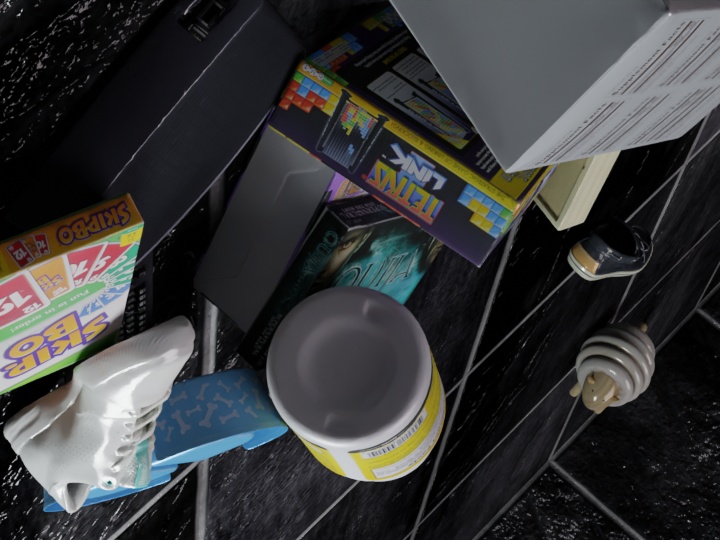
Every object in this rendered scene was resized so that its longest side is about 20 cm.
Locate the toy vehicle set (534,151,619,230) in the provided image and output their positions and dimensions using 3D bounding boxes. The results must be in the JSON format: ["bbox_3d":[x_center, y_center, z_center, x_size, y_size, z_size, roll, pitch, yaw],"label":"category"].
[{"bbox_3d":[0.150,-0.139,1.195,0.026,0.125,0.200,-19,149,-29],"label":"toy vehicle set"}]

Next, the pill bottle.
[{"bbox_3d":[0.003,0.090,1.196,0.114,0.114,0.200,-47,164,-8],"label":"pill bottle"}]

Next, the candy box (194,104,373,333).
[{"bbox_3d":[-0.016,-0.057,1.249,0.200,0.071,0.168,-25,150,-53],"label":"candy box"}]

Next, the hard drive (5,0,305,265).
[{"bbox_3d":[-0.115,-0.085,0.990,0.200,0.042,0.135,-50,163,0],"label":"hard drive"}]

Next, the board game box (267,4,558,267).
[{"bbox_3d":[0.050,-0.098,1.104,0.057,0.165,0.200,-58,174,27],"label":"board game box"}]

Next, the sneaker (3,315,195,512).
[{"bbox_3d":[-0.157,0.099,1.086,0.075,0.089,0.200,-23,170,-44],"label":"sneaker"}]

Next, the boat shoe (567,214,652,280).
[{"bbox_3d":[0.347,-0.035,2.205,0.200,0.075,0.062,-14,147,-54],"label":"boat shoe"}]

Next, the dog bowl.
[{"bbox_3d":[-0.148,0.122,1.186,0.199,0.050,0.111,-24,167,27],"label":"dog bowl"}]

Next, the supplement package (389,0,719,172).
[{"bbox_3d":[0.137,-0.185,0.995,0.199,0.192,0.147,-13,156,-48],"label":"supplement package"}]

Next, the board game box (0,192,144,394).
[{"bbox_3d":[-0.185,0.023,0.981,0.095,0.030,0.200,-24,166,-22],"label":"board game box"}]

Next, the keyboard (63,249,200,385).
[{"bbox_3d":[-0.158,0.040,1.172,0.127,0.021,0.200,-38,160,-26],"label":"keyboard"}]

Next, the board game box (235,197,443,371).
[{"bbox_3d":[0.000,0.000,1.237,0.200,0.028,0.136,-17,145,-59],"label":"board game box"}]

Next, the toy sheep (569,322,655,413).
[{"bbox_3d":[0.415,0.152,2.682,0.200,0.137,0.138,-55,169,-37],"label":"toy sheep"}]
